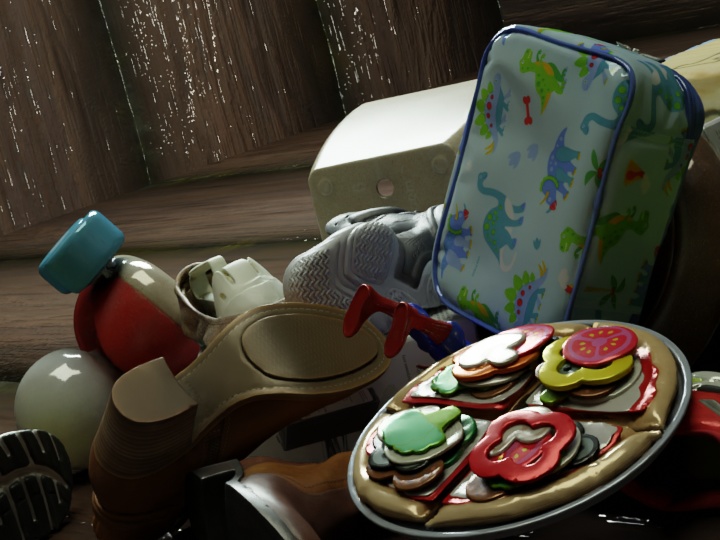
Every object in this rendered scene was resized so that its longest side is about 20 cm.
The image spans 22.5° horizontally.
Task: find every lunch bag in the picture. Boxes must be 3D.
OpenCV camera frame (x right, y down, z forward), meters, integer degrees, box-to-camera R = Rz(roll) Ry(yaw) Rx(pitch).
[{"bbox_3d":[0.127,-0.053,1.172,0.082,0.201,0.160,7,12,-38],"label":"lunch bag"}]

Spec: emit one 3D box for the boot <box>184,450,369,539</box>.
[{"bbox_3d":[0.014,0.140,1.064,0.199,0.069,0.188,-8,3,-19],"label":"boot"}]

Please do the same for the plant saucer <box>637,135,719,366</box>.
[{"bbox_3d":[0.166,-0.010,1.209,0.034,0.202,0.200,13,-8,-36],"label":"plant saucer"}]

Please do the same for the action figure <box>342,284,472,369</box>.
[{"bbox_3d":[0.074,0.061,1.151,0.199,0.052,0.065,20,-2,-43],"label":"action figure"}]

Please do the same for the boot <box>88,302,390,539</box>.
[{"bbox_3d":[-0.084,0.102,1.162,0.199,0.074,0.155,-13,-35,-24],"label":"boot"}]

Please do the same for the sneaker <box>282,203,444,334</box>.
[{"bbox_3d":[0.000,0.000,1.264,0.199,0.076,0.113,-16,9,-43],"label":"sneaker"}]

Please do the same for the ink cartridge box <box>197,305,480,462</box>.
[{"bbox_3d":[-0.012,0.081,1.284,0.199,0.084,0.144,-14,11,1],"label":"ink cartridge box"}]

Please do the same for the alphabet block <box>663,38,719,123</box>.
[{"bbox_3d":[0.326,-0.081,1.375,0.199,0.196,0.196,-6,15,45],"label":"alphabet block"}]

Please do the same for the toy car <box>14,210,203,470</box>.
[{"bbox_3d":[-0.210,0.088,1.425,0.200,0.184,0.177,-50,10,-10],"label":"toy car"}]

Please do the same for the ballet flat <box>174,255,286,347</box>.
[{"bbox_3d":[-0.088,0.025,1.267,0.068,0.068,0.200,-21,12,-24],"label":"ballet flat"}]

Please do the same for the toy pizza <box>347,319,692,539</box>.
[{"bbox_3d":[0.083,0.077,0.992,0.199,0.032,0.200,-19,25,9],"label":"toy pizza"}]

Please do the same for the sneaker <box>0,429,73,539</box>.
[{"bbox_3d":[-0.283,0.165,1.242,0.090,0.079,0.200,-9,12,40],"label":"sneaker"}]

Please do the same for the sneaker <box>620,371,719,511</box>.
[{"bbox_3d":[0.160,0.094,1.000,0.085,0.077,0.199,-28,15,-34],"label":"sneaker"}]

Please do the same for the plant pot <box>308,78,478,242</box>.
[{"bbox_3d":[0.066,-0.045,1.489,0.199,0.201,0.177,-9,8,28],"label":"plant pot"}]

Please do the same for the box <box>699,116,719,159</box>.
[{"bbox_3d":[0.221,-0.024,1.283,0.101,0.113,0.200,-24,-5,-44],"label":"box"}]
